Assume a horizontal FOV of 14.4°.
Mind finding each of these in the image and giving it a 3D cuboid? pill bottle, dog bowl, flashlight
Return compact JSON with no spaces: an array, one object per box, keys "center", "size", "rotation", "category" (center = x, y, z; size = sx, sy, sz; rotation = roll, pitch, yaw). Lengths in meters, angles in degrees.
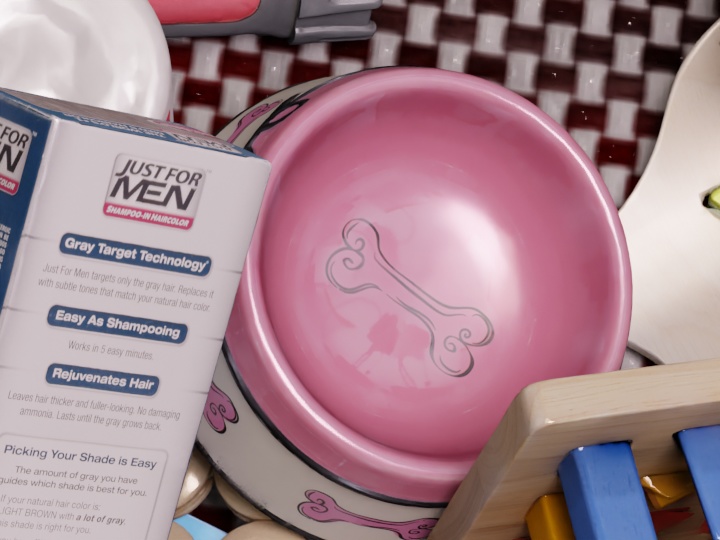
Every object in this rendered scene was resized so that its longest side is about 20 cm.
[{"center":[-0.129,-0.048,1.141],"size":[0.110,0.200,0.112],"rotation":[1,74,-3],"category":"pill bottle"},{"center":[0.020,0.009,1.133],"size":[0.199,0.074,0.202],"rotation":[5,75,-19],"category":"dog bowl"},{"center":[-0.090,-0.126,1.212],"size":[0.199,0.068,0.068],"rotation":[-4,107,-12],"category":"flashlight"}]

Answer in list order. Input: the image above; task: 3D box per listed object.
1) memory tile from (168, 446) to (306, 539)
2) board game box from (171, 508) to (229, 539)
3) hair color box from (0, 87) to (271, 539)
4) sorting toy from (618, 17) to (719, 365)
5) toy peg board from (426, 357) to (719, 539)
[{"center":[-0.111,0.123,1.157],"size":[0.199,0.017,0.154],"rotation":[1,68,15],"category":"memory tile"},{"center":[-0.054,0.220,1.158],"size":[0.152,0.040,0.201],"rotation":[25,75,4],"category":"board game box"},{"center":[-0.111,0.042,1.010],"size":[0.100,0.060,0.201],"rotation":[10,100,-42],"category":"hair color box"},{"center":[0.167,0.011,1.192],"size":[0.180,0.107,0.200],"rotation":[-34,47,3],"category":"sorting toy"},{"center":[0.140,0.116,1.089],"size":[0.199,0.199,0.098],"rotation":[-7,65,-18],"category":"toy peg board"}]
